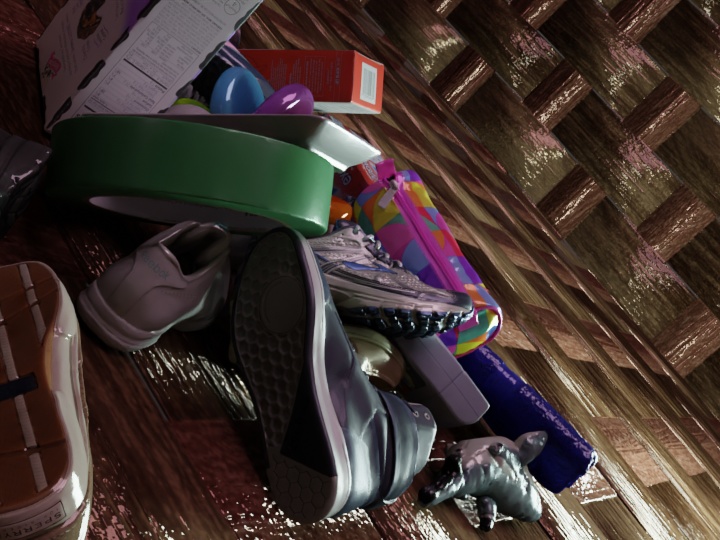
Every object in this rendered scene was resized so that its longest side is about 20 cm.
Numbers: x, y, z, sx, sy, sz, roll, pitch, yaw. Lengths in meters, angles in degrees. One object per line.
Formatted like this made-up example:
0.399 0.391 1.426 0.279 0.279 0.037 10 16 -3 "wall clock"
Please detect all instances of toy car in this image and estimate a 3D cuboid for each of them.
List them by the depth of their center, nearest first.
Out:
-0.088 -0.099 0.926 0.200 0.150 0.175 49 17 10 "toy car"

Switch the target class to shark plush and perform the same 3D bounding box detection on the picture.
0.117 0.190 0.903 0.200 0.090 0.084 21 60 -68 "shark plush"

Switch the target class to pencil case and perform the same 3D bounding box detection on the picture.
0.060 -0.010 0.990 0.088 0.088 0.201 23 32 -53 "pencil case"

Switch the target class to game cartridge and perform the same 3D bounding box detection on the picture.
0.031 0.062 0.930 0.200 0.041 0.133 49 -18 3 "game cartridge"

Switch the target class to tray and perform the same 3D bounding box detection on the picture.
-0.095 -0.092 0.748 0.199 0.022 0.107 4 -6 24 "tray"

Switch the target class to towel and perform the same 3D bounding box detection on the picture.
0.149 0.143 1.040 0.200 0.050 0.148 44 -8 17 "towel"

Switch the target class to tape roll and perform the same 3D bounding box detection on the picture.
-0.119 -0.062 0.723 0.199 0.049 0.200 6 -5 1 "tape roll"

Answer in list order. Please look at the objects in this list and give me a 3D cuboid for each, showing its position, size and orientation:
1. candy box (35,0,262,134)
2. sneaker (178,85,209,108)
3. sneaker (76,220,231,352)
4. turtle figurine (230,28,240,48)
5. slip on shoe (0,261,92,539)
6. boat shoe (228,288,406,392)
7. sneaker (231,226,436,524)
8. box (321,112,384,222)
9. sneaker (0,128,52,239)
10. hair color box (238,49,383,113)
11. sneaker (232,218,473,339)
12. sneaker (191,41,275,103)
-0.185 -0.211 0.861 0.071 0.200 0.168 32 21 -37 "candy box"
-0.162 -0.168 1.051 0.200 0.070 0.108 46 10 25 "sneaker"
-0.120 -0.005 0.729 0.075 0.089 0.200 44 16 -2 "sneaker"
-0.230 -0.301 1.141 0.198 0.150 0.101 3 63 -18 "turtle figurine"
-0.166 0.068 0.500 0.200 0.076 0.061 -127 -156 -50 "slip on shoe"
-0.034 0.073 0.819 0.200 0.072 0.065 31 59 -49 "boat shoe"
-0.016 0.075 0.739 0.146 0.077 0.204 11 65 -55 "sneaker"
-0.009 -0.077 1.172 0.099 0.096 0.200 30 22 -40 "box"
-0.243 -0.044 0.575 0.090 0.076 0.200 31 12 -14 "sneaker"
-0.082 -0.220 1.187 0.198 0.062 0.101 4 3 20 "hair color box"
0.000 0.000 0.830 0.198 0.086 0.077 11 -19 -10 "sneaker"
-0.149 -0.228 0.997 0.200 0.070 0.082 40 52 -13 "sneaker"
